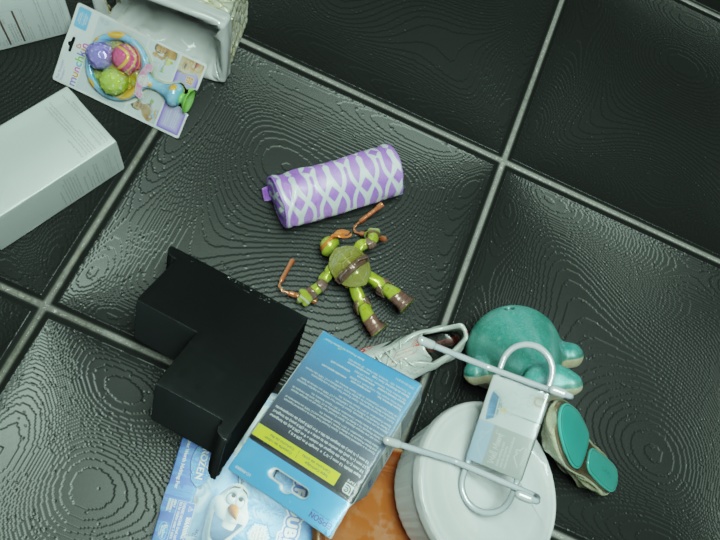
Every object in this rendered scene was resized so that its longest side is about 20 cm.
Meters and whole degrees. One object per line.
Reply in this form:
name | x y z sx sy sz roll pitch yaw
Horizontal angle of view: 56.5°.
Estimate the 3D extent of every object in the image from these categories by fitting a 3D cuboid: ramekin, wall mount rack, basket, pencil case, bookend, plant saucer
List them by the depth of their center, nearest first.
wall mount rack | 0.130 0.161 0.734 0.173 0.075 0.201 18 84 21
bookend | -0.198 0.101 0.792 0.198 0.092 0.200 27 44 4
plant saucer | 0.032 0.318 0.812 0.200 0.032 0.201 13 61 -25
ramekin | 0.133 0.268 0.818 0.202 0.094 0.203 13 62 -25
pencil case | -0.034 -0.124 0.958 0.199 0.084 0.086 -18 39 -18
basket | -0.269 -0.389 0.977 0.199 0.136 0.124 19 66 -4

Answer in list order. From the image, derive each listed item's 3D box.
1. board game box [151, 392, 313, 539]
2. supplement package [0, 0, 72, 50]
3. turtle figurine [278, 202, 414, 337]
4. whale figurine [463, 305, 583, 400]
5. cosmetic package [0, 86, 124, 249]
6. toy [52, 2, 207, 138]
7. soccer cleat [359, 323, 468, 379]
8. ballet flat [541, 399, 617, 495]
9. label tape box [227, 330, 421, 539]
board game box | -0.128 0.251 0.824 0.198 0.043 0.201 15 68 -7
supplement package | -0.529 -0.387 0.938 0.199 0.110 0.114 -23 76 -18
turtle figurine | 0.000 0.000 0.927 0.200 0.064 0.161 -40 82 -21
whale figurine | 0.207 0.105 0.855 0.158 0.200 0.104 -9 99 -3
cosmetic package | -0.432 -0.136 0.885 0.200 0.081 0.113 -39 81 -19
toy | -0.332 -0.281 0.945 0.199 0.047 0.116 25 102 -6
soccer cleat | 0.053 0.117 0.884 0.199 0.085 0.069 -19 75 -17
ballet flat | 0.263 0.230 0.850 0.200 0.062 0.068 50 54 -32
label tape box | -0.037 0.191 0.789 0.143 0.066 0.200 27 65 17
